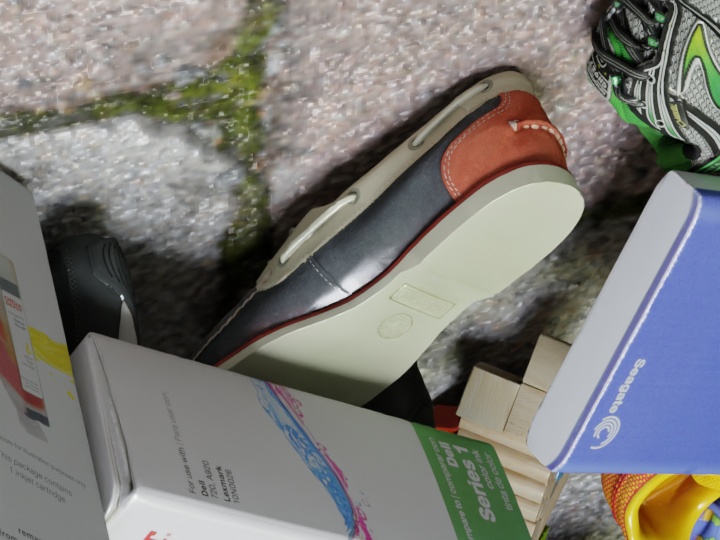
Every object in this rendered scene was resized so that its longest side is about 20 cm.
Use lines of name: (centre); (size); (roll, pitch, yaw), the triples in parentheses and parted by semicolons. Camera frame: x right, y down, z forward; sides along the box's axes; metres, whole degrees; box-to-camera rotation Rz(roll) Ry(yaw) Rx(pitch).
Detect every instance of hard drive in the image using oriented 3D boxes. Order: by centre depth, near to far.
hard drive: (0.172, 0.027, 1.094); (0.199, 0.025, 0.132); (5, 121, -41)

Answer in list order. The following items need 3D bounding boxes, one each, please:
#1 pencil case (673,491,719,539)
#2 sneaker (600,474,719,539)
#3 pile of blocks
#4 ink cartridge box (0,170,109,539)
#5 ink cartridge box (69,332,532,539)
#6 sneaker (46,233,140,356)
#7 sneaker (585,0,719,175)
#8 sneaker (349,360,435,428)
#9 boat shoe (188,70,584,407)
pencil case: (0.237, 0.134, 1.298); (0.199, 0.078, 0.087); (-8, 179, -29)
sneaker: (0.181, 0.057, 1.191); (0.073, 0.077, 0.200); (7, 135, -30)
pile of blocks: (0.059, 0.091, 1.206); (0.062, 0.082, 0.200); (22, 132, 11)
ink cartridge box: (-0.177, 0.064, 0.923); (0.145, 0.200, 0.083); (-33, 140, 19)
ink cartridge box: (-0.053, 0.119, 1.014); (0.199, 0.084, 0.145); (18, 126, -35)
sneaker: (-0.153, 0.058, 1.032); (0.084, 0.075, 0.200); (8, 136, -33)
sneaker: (0.121, -0.089, 0.965); (0.085, 0.078, 0.200); (-24, 145, 7)
sneaker: (-0.002, 0.100, 1.148); (0.076, 0.091, 0.200); (-15, 146, -9)
boat shoe: (0.000, 0.000, 1.038); (0.200, 0.063, 0.071); (-38, 143, 23)
